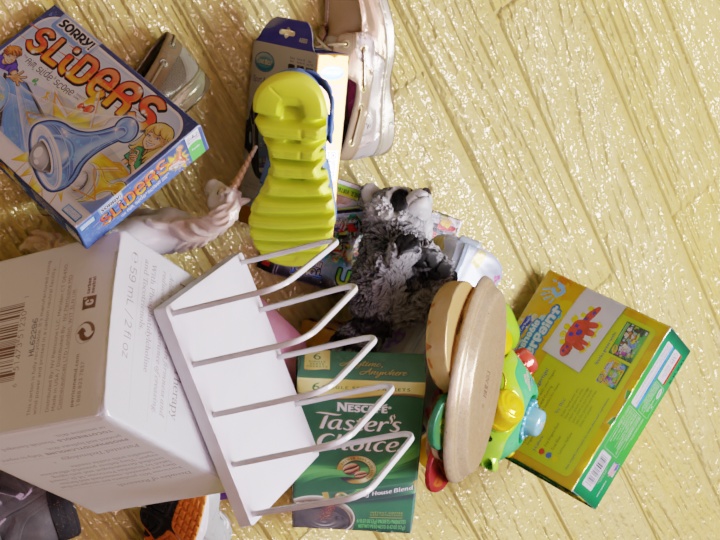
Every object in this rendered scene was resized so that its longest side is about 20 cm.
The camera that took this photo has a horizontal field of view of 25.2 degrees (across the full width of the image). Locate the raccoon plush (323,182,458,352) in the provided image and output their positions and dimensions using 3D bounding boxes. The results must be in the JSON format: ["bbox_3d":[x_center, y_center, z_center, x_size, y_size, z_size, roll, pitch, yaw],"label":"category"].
[{"bbox_3d":[0.000,0.000,1.547,0.200,0.134,0.097,-36,130,0],"label":"raccoon plush"}]

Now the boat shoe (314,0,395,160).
[{"bbox_3d":[-0.012,-0.199,1.539,0.069,0.074,0.200,-20,114,-33],"label":"boat shoe"}]

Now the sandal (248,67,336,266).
[{"bbox_3d":[-0.053,-0.095,1.408,0.079,0.087,0.200,9,123,2],"label":"sandal"}]

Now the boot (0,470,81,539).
[{"bbox_3d":[-0.337,0.182,1.441,0.131,0.070,0.200,-21,109,-21],"label":"boot"}]

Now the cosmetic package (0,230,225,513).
[{"bbox_3d":[-0.214,0.092,1.372,0.200,0.166,0.168,38,47,-51],"label":"cosmetic package"}]

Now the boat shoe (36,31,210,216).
[{"bbox_3d":[-0.221,-0.128,1.430,0.201,0.073,0.063,-44,115,-18],"label":"boat shoe"}]

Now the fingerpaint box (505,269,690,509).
[{"bbox_3d":[0.225,0.125,1.714,0.200,0.167,0.073,-58,142,-7],"label":"fingerpaint box"}]

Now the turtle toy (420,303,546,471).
[{"bbox_3d":[0.128,0.115,1.663,0.101,0.146,0.200,15,55,-33],"label":"turtle toy"}]

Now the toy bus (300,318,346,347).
[{"bbox_3d":[-0.033,0.154,1.624,0.078,0.065,0.200,7,99,-34],"label":"toy bus"}]

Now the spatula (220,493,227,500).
[{"bbox_3d":[-0.062,0.179,1.575,0.200,0.021,0.057,-16,104,7],"label":"spatula"}]

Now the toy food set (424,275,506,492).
[{"bbox_3d":[0.094,0.102,1.483,0.200,0.049,0.198,-23,120,-75],"label":"toy food set"}]

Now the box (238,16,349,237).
[{"bbox_3d":[-0.062,-0.132,1.497,0.041,0.119,0.200,0,103,-34],"label":"box"}]

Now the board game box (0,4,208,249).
[{"bbox_3d":[-0.242,-0.124,1.345,0.135,0.200,0.034,-42,152,-17],"label":"board game box"}]

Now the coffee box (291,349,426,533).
[{"bbox_3d":[-0.004,0.163,1.514,0.123,0.044,0.200,4,127,-2],"label":"coffee box"}]

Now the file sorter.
[{"bbox_3d":[-0.057,0.087,1.355,0.139,0.124,0.200,-42,114,-60],"label":"file sorter"}]

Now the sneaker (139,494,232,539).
[{"bbox_3d":[-0.159,0.238,1.533,0.092,0.076,0.200,-27,156,-37],"label":"sneaker"}]

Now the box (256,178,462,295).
[{"bbox_3d":[0.001,-0.028,1.617,0.200,0.035,0.110,16,94,-34],"label":"box"}]

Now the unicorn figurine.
[{"bbox_3d":[-0.189,-0.038,1.430,0.200,0.137,0.074,-32,113,-24],"label":"unicorn figurine"}]

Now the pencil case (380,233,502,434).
[{"bbox_3d":[0.066,0.062,1.586,0.200,0.083,0.091,-61,155,-21],"label":"pencil case"}]

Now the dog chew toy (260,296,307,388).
[{"bbox_3d":[-0.144,0.115,1.517,0.200,0.125,0.125,-46,122,-4],"label":"dog chew toy"}]
